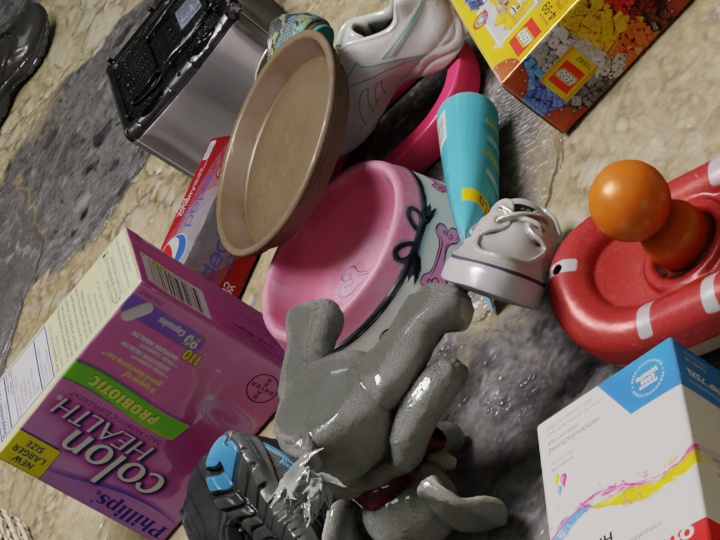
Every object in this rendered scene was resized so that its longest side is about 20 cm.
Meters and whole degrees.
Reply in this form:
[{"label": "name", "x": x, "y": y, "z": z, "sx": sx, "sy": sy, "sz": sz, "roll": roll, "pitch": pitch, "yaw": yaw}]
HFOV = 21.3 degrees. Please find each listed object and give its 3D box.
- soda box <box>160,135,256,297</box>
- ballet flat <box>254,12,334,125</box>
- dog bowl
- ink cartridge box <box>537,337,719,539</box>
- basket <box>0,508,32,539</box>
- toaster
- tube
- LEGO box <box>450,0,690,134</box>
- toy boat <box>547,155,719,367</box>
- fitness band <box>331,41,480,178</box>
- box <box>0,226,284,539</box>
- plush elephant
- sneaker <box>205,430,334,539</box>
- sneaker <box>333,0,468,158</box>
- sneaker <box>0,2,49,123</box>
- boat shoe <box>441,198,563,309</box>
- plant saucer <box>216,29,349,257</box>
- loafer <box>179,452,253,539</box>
[{"label": "soda box", "x": -0.137, "y": -0.024, "z": 1.774, "sx": 0.063, "sy": 0.070, "sz": 0.201, "roll": -2, "pitch": 59, "yaw": 55}, {"label": "ballet flat", "x": -0.070, "y": -0.135, "z": 1.724, "sx": 0.074, "sy": 0.074, "sz": 0.201, "roll": 36, "pitch": 117, "yaw": 61}, {"label": "dog bowl", "x": 0.000, "y": 0.000, "z": 1.542, "sx": 0.200, "sy": 0.074, "sz": 0.201, "roll": -37, "pitch": 34, "yaw": 30}, {"label": "ink cartridge box", "x": 0.175, "y": 0.154, "z": 1.133, "sx": 0.116, "sy": 0.067, "sz": 0.201, "roll": -38, "pitch": 34, "yaw": 30}, {"label": "basket", "x": -0.401, "y": 0.305, "z": 1.753, "sx": 0.200, "sy": 0.161, "sz": 0.198, "roll": -55, "pitch": 29, "yaw": 5}, {"label": "toaster", "x": -0.155, "y": -0.203, "z": 1.929, "sx": 0.181, "sy": 0.118, "sz": 0.200, "roll": -50, "pitch": 29, "yaw": 14}, {"label": "tube", "x": 0.086, "y": -0.061, "z": 1.482, "sx": 0.050, "sy": 0.078, "sz": 0.200, "roll": -18, "pitch": 39, "yaw": 15}, {"label": "LEGO box", "x": 0.159, "y": -0.225, "z": 1.522, "sx": 0.149, "sy": 0.077, "sz": 0.200, "roll": -47, "pitch": 31, "yaw": 16}, {"label": "toy boat", "x": 0.195, "y": -0.024, "z": 1.214, "sx": 0.200, "sy": 0.131, "sz": 0.131, "roll": -28, "pitch": 39, "yaw": 40}, {"label": "fitness band", "x": 0.027, "y": -0.125, "z": 1.668, "sx": 0.200, "sy": 0.037, "sz": 0.144, "roll": -43, "pitch": 35, "yaw": 25}, {"label": "box", "x": -0.184, "y": 0.099, "z": 1.614, "sx": 0.200, "sy": 0.176, "sz": 0.097, "roll": -48, "pitch": 30, "yaw": 13}, {"label": "plush elephant", "x": 0.023, "y": 0.126, "z": 1.323, "sx": 0.164, "sy": 0.155, "sz": 0.201, "roll": -14, "pitch": 42, "yaw": 39}, {"label": "sneaker", "x": -0.040, "y": 0.197, "z": 1.407, "sx": 0.073, "sy": 0.082, "sz": 0.200, "roll": -54, "pitch": 48, "yaw": 34}, {"label": "sneaker", "x": 0.000, "y": -0.172, "z": 1.638, "sx": 0.200, "sy": 0.080, "sz": 0.071, "roll": -43, "pitch": 37, "yaw": 25}, {"label": "sneaker", "x": -0.480, "y": -0.272, "z": 2.513, "sx": 0.076, "sy": 0.091, "sz": 0.201, "roll": 10, "pitch": 69, "yaw": 61}, {"label": "boat shoe", "x": 0.107, "y": -0.016, "z": 1.319, "sx": 0.200, "sy": 0.072, "sz": 0.066, "roll": -12, "pitch": -61, "yaw": -74}, {"label": "plant saucer", "x": -0.064, "y": -0.104, "z": 1.607, "sx": 0.200, "sy": 0.029, "sz": 0.201, "roll": -42, "pitch": 38, "yaw": 45}, {"label": "loafer", "x": -0.100, "y": 0.217, "z": 1.490, "sx": 0.071, "sy": 0.068, "sz": 0.201, "roll": -61, "pitch": 25, "yaw": 15}]
